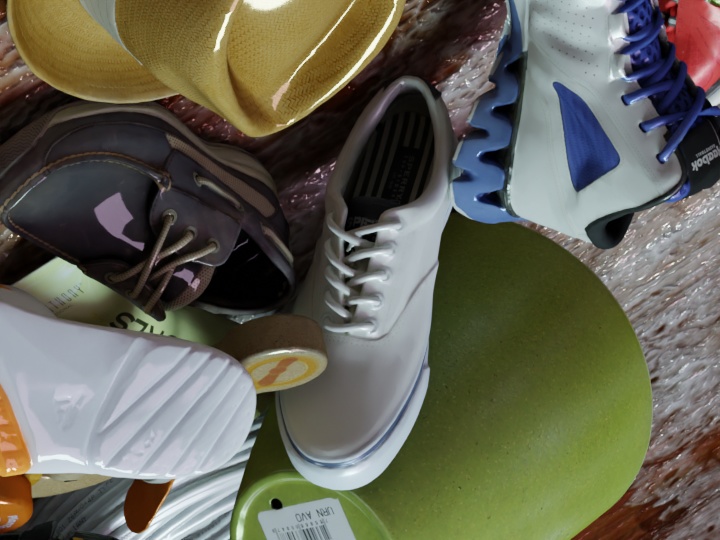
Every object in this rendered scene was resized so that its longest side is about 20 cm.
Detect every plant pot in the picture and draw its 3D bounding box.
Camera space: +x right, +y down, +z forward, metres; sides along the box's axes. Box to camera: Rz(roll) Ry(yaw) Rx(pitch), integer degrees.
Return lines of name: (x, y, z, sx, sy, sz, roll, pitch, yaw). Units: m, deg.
plant pot: (0.022, 0.095, 1.164, 0.187, 0.187, 0.200, -53, 172, 36)

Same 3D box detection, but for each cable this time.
cable: (-0.098, 0.137, 1.308, 0.200, 0.069, 0.199, -44, 154, 21)

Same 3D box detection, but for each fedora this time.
fedora: (-0.040, -0.114, 0.898, 0.200, 0.082, 0.201, -28, 155, -14)

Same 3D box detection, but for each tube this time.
tube: (-0.109, 0.032, 1.127, 0.200, 0.052, 0.058, 29, 84, -58)

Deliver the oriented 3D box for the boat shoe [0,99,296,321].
boat shoe: (-0.085, -0.022, 1.022, 0.074, 0.074, 0.199, -44, 155, 21)

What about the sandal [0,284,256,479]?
sandal: (-0.144, 0.047, 0.975, 0.205, 0.059, 0.080, 13, 97, -29)

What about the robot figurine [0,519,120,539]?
robot figurine: (-0.189, 0.209, 1.193, 0.198, 0.146, 0.058, -11, -171, 6)

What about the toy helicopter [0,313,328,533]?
toy helicopter: (-0.096, 0.067, 1.067, 0.199, 0.079, 0.132, -22, 151, 25)

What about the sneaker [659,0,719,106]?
sneaker: (0.170, -0.151, 1.136, 0.085, 0.077, 0.200, 18, 118, -47)

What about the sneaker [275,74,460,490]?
sneaker: (0.000, 0.000, 1.082, 0.072, 0.201, 0.071, 4, 151, 14)

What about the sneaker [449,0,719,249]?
sneaker: (0.118, -0.092, 1.046, 0.080, 0.115, 0.201, -35, 144, -50)

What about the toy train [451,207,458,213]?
toy train: (0.052, -0.009, 1.273, 0.046, 0.034, 0.201, -23, 154, -33)
